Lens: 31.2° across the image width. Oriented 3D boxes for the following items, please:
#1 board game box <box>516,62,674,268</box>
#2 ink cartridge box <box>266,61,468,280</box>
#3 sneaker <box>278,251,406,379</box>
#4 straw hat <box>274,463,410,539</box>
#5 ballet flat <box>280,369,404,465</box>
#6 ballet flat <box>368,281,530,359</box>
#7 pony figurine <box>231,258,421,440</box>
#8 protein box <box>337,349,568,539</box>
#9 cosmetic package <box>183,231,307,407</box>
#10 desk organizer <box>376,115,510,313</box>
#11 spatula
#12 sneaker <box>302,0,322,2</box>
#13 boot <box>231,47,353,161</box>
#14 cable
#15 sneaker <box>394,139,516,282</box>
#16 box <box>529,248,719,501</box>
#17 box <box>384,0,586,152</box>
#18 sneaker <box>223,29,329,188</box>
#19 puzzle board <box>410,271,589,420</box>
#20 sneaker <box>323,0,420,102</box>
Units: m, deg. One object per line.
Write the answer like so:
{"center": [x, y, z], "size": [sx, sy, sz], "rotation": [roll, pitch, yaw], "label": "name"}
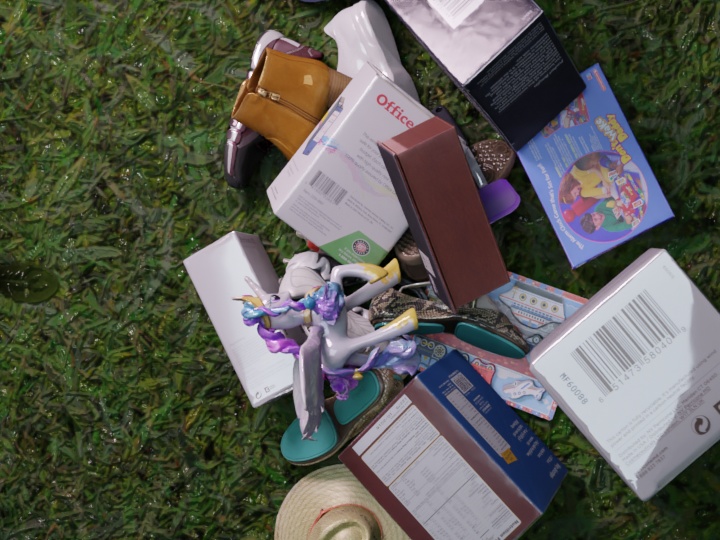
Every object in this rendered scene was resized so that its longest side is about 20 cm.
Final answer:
{"center": [0.268, -0.123, 1.535], "size": [0.133, 0.045, 0.202], "rotation": [-26, 84, 11], "label": "board game box"}
{"center": [0.007, -0.117, 1.503], "size": [0.145, 0.088, 0.201], "rotation": [35, 101, -20], "label": "ink cartridge box"}
{"center": [-0.023, 0.072, 1.556], "size": [0.200, 0.081, 0.075], "rotation": [43, 125, -9], "label": "sneaker"}
{"center": [-0.022, 0.332, 1.569], "size": [0.198, 0.085, 0.205], "rotation": [0, 89, 12], "label": "straw hat"}
{"center": [-0.017, 0.181, 1.574], "size": [0.199, 0.065, 0.071], "rotation": [-37, 63, 36], "label": "ballet flat"}
{"center": [0.109, 0.050, 1.536], "size": [0.197, 0.068, 0.076], "rotation": [10, 69, -1], "label": "ballet flat"}
{"center": [-0.034, 0.085, 1.452], "size": [0.197, 0.167, 0.196], "rotation": [-11, 81, -9], "label": "pony figurine"}
{"center": [0.112, 0.221, 1.476], "size": [0.200, 0.198, 0.135], "rotation": [47, 106, 8], "label": "protein box"}
{"center": [-0.129, 0.059, 1.585], "size": [0.080, 0.113, 0.202], "rotation": [-26, 86, 10], "label": "cosmetic package"}
{"center": [0.095, -0.064, 1.454], "size": [0.076, 0.072, 0.202], "rotation": [-25, 112, -7], "label": "desk organizer"}
{"center": [0.130, -0.131, 1.535], "size": [0.056, 0.021, 0.202], "rotation": [-26, 55, 0], "label": "spatula"}
{"center": [-0.020, -0.372, 1.595], "size": [0.198, 0.082, 0.075], "rotation": [14, 118, 30], "label": "sneaker"}
{"center": [-0.090, -0.162, 1.557], "size": [0.142, 0.071, 0.204], "rotation": [13, 113, -19], "label": "boot"}
{"center": [0.000, 0.000, 1.599], "size": [0.197, 0.050, 0.099], "rotation": [19, 80, 6], "label": "cable"}
{"center": [0.115, -0.073, 1.563], "size": [0.070, 0.076, 0.200], "rotation": [37, 75, 31], "label": "sneaker"}
{"center": [0.321, 0.111, 1.448], "size": [0.199, 0.171, 0.201], "rotation": [-41, 87, 6], "label": "box"}
{"center": [0.134, -0.272, 1.466], "size": [0.123, 0.198, 0.201], "rotation": [-41, 63, 7], "label": "box"}
{"center": [-0.095, -0.190, 1.602], "size": [0.114, 0.076, 0.203], "rotation": [16, 92, 9], "label": "sneaker"}
{"center": [0.164, 0.076, 1.569], "size": [0.197, 0.017, 0.153], "rotation": [20, 93, 11], "label": "puzzle board"}
{"center": [0.013, -0.224, 1.589], "size": [0.088, 0.075, 0.203], "rotation": [-19, 88, 31], "label": "sneaker"}
